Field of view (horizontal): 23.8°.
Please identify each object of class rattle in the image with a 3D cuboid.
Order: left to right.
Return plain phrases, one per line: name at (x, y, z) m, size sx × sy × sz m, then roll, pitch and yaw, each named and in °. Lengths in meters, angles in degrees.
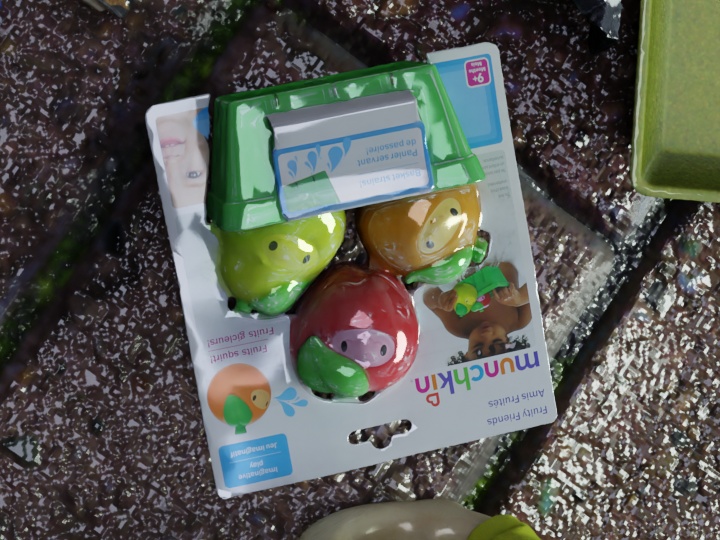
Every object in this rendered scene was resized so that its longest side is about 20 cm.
rattle at (-0.002, 0.189, 0.817) m, size 0.199 × 0.130 × 0.144 m, roll -15°, pitch 130°, yaw -47°

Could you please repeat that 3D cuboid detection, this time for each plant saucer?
plant saucer at (0.237, -0.131, 0.917) m, size 0.198 × 0.048 × 0.202 m, roll 4°, pitch 88°, yaw -10°

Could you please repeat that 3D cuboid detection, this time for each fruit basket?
fruit basket at (0.000, 0.000, 0.850) m, size 0.184 × 0.094 × 0.202 m, roll -11°, pitch 94°, yaw -10°

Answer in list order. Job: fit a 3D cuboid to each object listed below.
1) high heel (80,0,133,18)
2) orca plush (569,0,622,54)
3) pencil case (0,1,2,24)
high heel at (-0.145, -0.234, 0.837) m, size 0.142 × 0.071 × 0.200 m, roll -43°, pitch 87°, yaw -2°
orca plush at (0.094, -0.211, 0.899) m, size 0.105 × 0.071 × 0.201 m, roll -23°, pitch 100°, yaw -54°
pencil case at (-0.257, -0.174, 0.811) m, size 0.078 × 0.087 × 0.200 m, roll -38°, pitch 95°, yaw 13°
